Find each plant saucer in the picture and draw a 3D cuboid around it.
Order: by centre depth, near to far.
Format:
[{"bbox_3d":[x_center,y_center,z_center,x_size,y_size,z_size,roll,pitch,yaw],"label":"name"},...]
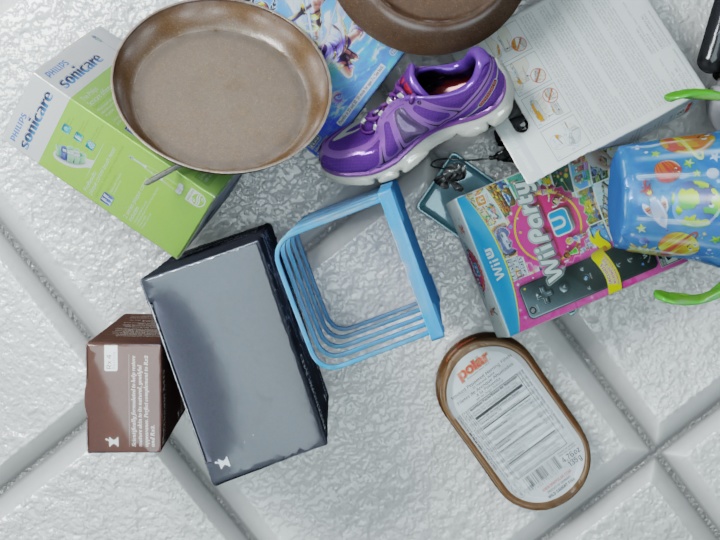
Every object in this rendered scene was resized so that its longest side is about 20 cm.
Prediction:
[{"bbox_3d":[0.064,-0.294,1.050,0.198,0.034,0.203,-1,96,-6],"label":"plant saucer"},{"bbox_3d":[-0.125,-0.163,1.073,0.198,0.032,0.202,4,59,-7],"label":"plant saucer"},{"bbox_3d":[0.156,-0.038,1.218,0.199,0.019,0.070,34,95,-3],"label":"plant saucer"}]

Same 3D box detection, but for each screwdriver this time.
[{"bbox_3d":[-0.128,-0.116,1.087,0.029,0.200,0.028,6,118,29],"label":"screwdriver"}]

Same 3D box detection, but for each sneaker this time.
[{"bbox_3d":[0.042,-0.152,1.102,0.199,0.081,0.083,-27,138,16],"label":"sneaker"}]

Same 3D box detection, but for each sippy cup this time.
[{"bbox_3d":[0.300,-0.067,1.101,0.129,0.140,0.180,0,69,3],"label":"sippy cup"}]

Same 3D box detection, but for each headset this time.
[{"bbox_3d":[0.147,-0.154,1.164,0.200,0.094,0.124,-44,91,-9],"label":"headset"}]

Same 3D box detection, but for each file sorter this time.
[{"bbox_3d":[0.000,0.000,1.132,0.122,0.200,0.140,-19,96,5],"label":"file sorter"}]

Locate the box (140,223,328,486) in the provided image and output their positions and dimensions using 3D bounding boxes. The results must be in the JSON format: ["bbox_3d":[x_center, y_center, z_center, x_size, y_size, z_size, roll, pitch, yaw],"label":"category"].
[{"bbox_3d":[-0.112,0.071,1.136,0.116,0.200,0.198,-18,97,2],"label":"box"}]

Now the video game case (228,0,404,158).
[{"bbox_3d":[-0.050,-0.236,1.136,0.181,0.046,0.200,39,123,-3],"label":"video game case"}]

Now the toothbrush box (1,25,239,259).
[{"bbox_3d":[-0.213,-0.126,1.131,0.199,0.146,0.086,35,121,-6],"label":"toothbrush box"}]

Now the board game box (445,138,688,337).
[{"bbox_3d":[0.205,-0.037,1.178,0.198,0.064,0.149,-22,90,-6],"label":"board game box"}]

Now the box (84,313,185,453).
[{"bbox_3d":[-0.211,0.102,1.137,0.074,0.200,0.101,1,96,0],"label":"box"}]

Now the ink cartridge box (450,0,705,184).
[{"bbox_3d":[0.209,-0.187,1.152,0.199,0.050,0.163,-28,77,-3],"label":"ink cartridge box"}]

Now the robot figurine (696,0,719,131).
[{"bbox_3d":[0.414,-0.212,1.151,0.149,0.125,0.202,21,96,21],"label":"robot figurine"}]

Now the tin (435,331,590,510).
[{"bbox_3d":[0.160,0.157,1.231,0.112,0.042,0.201,-37,95,-1],"label":"tin"}]
